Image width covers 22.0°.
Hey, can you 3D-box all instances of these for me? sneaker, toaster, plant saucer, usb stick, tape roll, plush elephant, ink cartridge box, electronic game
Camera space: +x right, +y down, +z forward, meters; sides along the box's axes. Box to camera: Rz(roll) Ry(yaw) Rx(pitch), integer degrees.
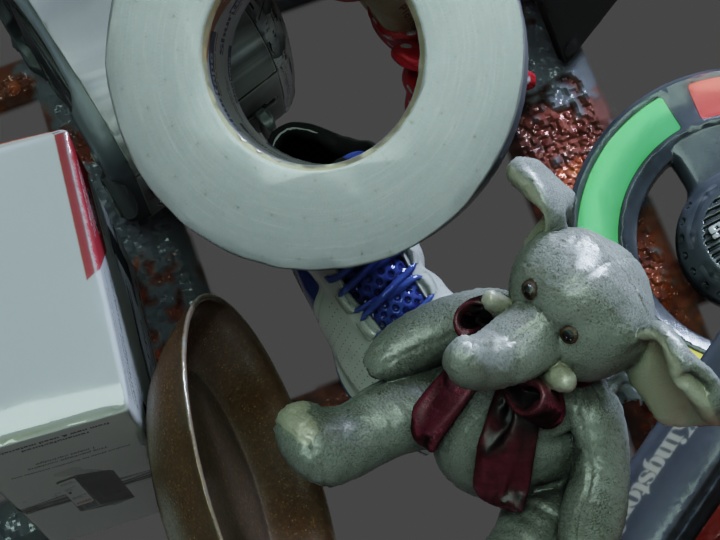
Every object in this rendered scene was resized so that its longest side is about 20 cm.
[{"bbox_3d":[0.000,-0.001,0.973,0.080,0.115,0.200,-33,72,-4],"label":"sneaker"},{"bbox_3d":[-0.124,-0.137,1.034,0.129,0.114,0.200,-31,71,-9],"label":"toaster"},{"bbox_3d":[-0.059,0.112,0.901,0.036,0.200,0.202,-18,71,10],"label":"plant saucer"},{"bbox_3d":[0.159,0.102,0.925,0.055,0.033,0.200,25,74,45],"label":"usb stick"},{"bbox_3d":[-0.019,-0.101,0.888,0.199,0.066,0.202,0,94,5],"label":"tape roll"},{"bbox_3d":[0.081,0.047,0.868,0.199,0.155,0.165,-31,60,-24],"label":"plush elephant"},{"bbox_3d":[-0.153,0.040,0.932,0.083,0.200,0.145,-15,71,-3],"label":"ink cartridge box"},{"bbox_3d":[0.210,-0.016,0.996,0.199,0.042,0.201,-2,72,6],"label":"electronic game"}]

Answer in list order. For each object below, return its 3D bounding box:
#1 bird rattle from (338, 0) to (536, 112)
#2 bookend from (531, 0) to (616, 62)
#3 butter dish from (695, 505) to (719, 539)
[{"bbox_3d":[0.009,-0.170,1.008,0.113,0.200,0.163,-43,32,10],"label":"bird rattle"},{"bbox_3d":[0.044,-0.242,1.026,0.200,0.199,0.092,33,77,30],"label":"bookend"},{"bbox_3d":[0.257,0.175,0.872,0.199,0.148,0.201,-12,70,2],"label":"butter dish"}]
